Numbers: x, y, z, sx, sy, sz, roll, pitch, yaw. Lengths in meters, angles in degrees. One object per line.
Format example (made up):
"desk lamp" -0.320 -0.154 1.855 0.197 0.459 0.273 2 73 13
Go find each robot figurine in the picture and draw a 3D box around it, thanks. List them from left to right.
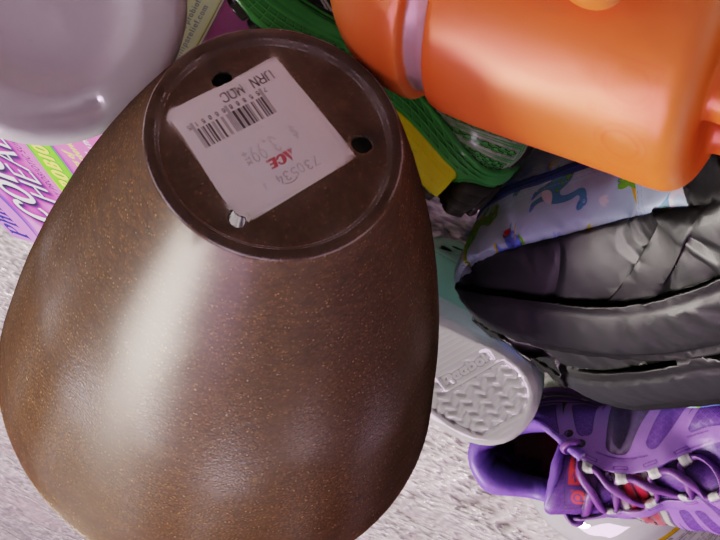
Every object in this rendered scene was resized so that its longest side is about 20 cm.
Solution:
"robot figurine" 0.074 -0.101 0.764 0.199 0.144 0.117 21 121 17

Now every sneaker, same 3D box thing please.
"sneaker" 0.000 0.001 1.026 0.200 0.074 0.118 36 -162 -4
"sneaker" 0.004 -0.120 0.891 0.200 0.085 0.078 43 -161 -10
"sneaker" 0.130 0.094 0.976 0.200 0.083 0.081 -3 105 49

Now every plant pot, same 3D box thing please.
"plant pot" -0.046 -0.001 0.829 0.186 0.187 0.200 26 152 4

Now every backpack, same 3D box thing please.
"backpack" 0.135 -0.008 0.910 0.163 0.154 0.200 34 140 -28

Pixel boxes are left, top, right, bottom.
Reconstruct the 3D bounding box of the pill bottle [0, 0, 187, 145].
"pill bottle" -0.144 -0.126 0.916 0.111 0.111 0.200 35 -176 -21

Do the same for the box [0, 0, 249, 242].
"box" -0.125 -0.080 1.099 0.199 0.097 0.176 16 158 30

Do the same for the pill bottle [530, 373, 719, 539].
"pill bottle" 0.152 0.109 1.157 0.104 0.105 0.200 13 167 33
